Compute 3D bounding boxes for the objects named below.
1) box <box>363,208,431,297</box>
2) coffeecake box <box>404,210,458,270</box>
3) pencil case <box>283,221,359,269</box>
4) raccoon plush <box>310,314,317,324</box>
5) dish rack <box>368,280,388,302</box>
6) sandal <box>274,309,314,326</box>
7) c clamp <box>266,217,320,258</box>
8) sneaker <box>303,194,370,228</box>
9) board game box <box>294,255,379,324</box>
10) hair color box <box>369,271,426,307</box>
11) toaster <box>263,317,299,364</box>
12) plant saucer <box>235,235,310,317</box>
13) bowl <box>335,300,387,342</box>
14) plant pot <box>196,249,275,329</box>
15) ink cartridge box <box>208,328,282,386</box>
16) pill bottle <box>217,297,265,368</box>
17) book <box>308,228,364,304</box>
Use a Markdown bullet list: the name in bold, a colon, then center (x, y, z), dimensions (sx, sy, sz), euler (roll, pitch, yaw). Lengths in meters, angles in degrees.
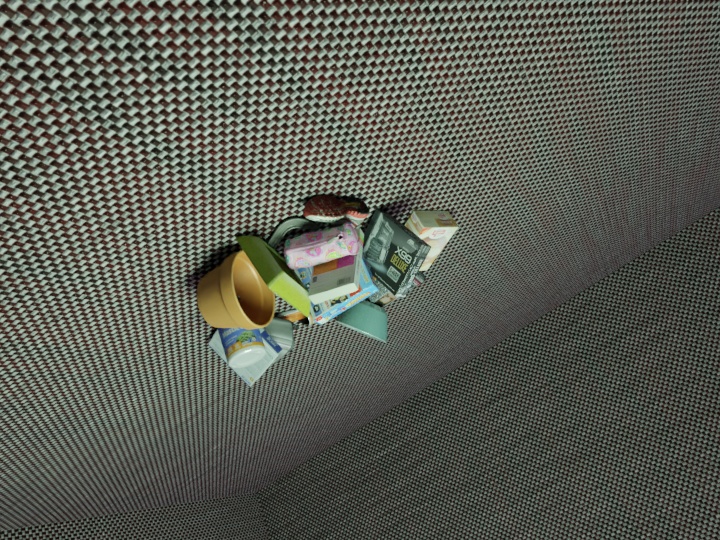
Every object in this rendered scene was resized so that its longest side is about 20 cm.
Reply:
- **box**: center (0.083, -0.050, 1.508), dimensions (0.049, 0.200, 0.160), euler (7, 118, -48)
- **coffeecake box**: center (0.188, -0.089, 1.707), dimensions (0.150, 0.074, 0.202), euler (-5, 141, -36)
- **pencil case**: center (-0.100, -0.061, 1.389), dimensions (0.195, 0.090, 0.087), euler (-12, 160, 26)
- **raccoon plush**: center (-0.182, 0.100, 1.652), dimensions (0.195, 0.136, 0.097), euler (-10, 151, -28)
- **dish rack**: center (0.052, 0.052, 1.770), dimensions (0.196, 0.056, 0.153), euler (-26, -161, -16)
- **sandal**: center (-0.191, 0.162, 1.838), dimensions (0.202, 0.060, 0.080), euler (-16, 153, -19)
- **c clamp**: center (-0.169, -0.082, 1.467), dimensions (0.168, 0.028, 0.200), euler (7, 137, -48)
- **sneaker**: center (-0.064, -0.136, 1.402), dimensions (0.196, 0.079, 0.083), euler (1, 138, -42)
- **board game box**: center (-0.074, 0.012, 1.525), dimensions (0.193, 0.204, 0.056), euler (-29, 154, 10)
- **hair color box**: center (0.124, 0.048, 1.920), dimensions (0.197, 0.062, 0.099), euler (-33, 153, 13)
- **toaster**: center (-0.299, 0.219, 1.760), dimensions (0.127, 0.116, 0.199), euler (18, 140, -36)
- **plant saucer**: center (-0.207, 0.003, 1.385), dimensions (0.048, 0.201, 0.200), euler (-41, 145, 1)
- **bowl**: center (0.017, 0.167, 1.926), dimensions (0.200, 0.197, 0.108), euler (34, 75, -60)
- **plant pot**: center (-0.329, 0.063, 1.418), dimensions (0.137, 0.206, 0.200), euler (-16, 157, 18)
- **ink cartridge box**: center (-0.355, 0.232, 1.679), dimensions (0.200, 0.196, 0.043), euler (-47, 178, 38)
- **pill bottle**: center (-0.344, 0.158, 1.535), dimensions (0.109, 0.204, 0.113), euler (-20, 156, -10)
- **book**: center (-0.060, -0.016, 1.414), dimensions (0.131, 0.203, 0.048), euler (-17, 130, 23)
